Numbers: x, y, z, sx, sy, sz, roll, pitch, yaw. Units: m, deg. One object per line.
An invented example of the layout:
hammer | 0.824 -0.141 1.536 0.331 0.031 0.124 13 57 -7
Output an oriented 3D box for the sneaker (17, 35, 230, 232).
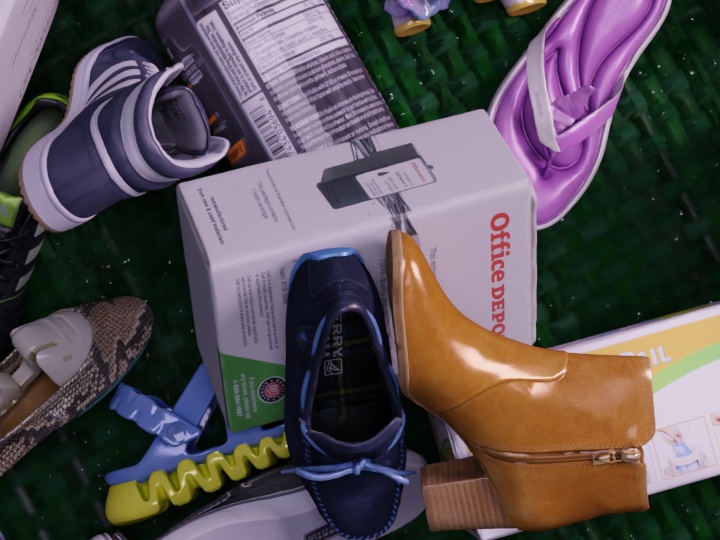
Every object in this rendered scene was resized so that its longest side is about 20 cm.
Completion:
sneaker | -0.127 -0.099 1.300 0.108 0.200 0.070 -23 113 25

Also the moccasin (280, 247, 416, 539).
moccasin | -0.013 0.084 1.237 0.080 0.068 0.200 -15 124 -3

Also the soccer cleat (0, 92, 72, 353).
soccer cleat | -0.231 -0.022 1.348 0.067 0.081 0.200 23 85 -1

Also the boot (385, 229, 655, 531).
boot | 0.095 0.058 1.236 0.144 0.071 0.201 -11 112 3

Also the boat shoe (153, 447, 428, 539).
boat shoe | -0.051 0.154 1.334 0.200 0.057 0.069 -18 127 -23

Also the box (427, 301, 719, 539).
box | 0.149 0.093 1.345 0.200 0.112 0.101 -16 88 -3

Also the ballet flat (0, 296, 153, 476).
ballet flat | -0.217 0.078 1.341 0.200 0.075 0.068 -42 51 -4

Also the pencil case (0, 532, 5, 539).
pencil case | -0.213 0.249 1.332 0.087 0.078 0.200 -36 89 20

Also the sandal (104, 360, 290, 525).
sandal | -0.079 0.088 1.353 0.200 0.079 0.087 -21 84 -6

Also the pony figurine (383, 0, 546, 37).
pony figurine | 0.030 -0.255 1.361 0.193 0.167 0.200 -15 82 -36

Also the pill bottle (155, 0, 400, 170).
pill bottle | -0.060 -0.134 1.354 0.106 0.106 0.200 -29 88 -5

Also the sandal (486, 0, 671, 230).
sandal | 0.138 -0.124 1.391 0.082 0.050 0.203 25 85 -1

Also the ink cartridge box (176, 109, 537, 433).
ink cartridge box | 0.000 0.000 1.293 0.200 0.147 0.083 -14 44 -11

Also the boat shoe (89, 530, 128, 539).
boat shoe | -0.085 0.225 1.346 0.200 0.070 0.066 43 79 0

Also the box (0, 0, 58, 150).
box | -0.296 -0.170 1.293 0.200 0.131 0.199 15 54 -2
